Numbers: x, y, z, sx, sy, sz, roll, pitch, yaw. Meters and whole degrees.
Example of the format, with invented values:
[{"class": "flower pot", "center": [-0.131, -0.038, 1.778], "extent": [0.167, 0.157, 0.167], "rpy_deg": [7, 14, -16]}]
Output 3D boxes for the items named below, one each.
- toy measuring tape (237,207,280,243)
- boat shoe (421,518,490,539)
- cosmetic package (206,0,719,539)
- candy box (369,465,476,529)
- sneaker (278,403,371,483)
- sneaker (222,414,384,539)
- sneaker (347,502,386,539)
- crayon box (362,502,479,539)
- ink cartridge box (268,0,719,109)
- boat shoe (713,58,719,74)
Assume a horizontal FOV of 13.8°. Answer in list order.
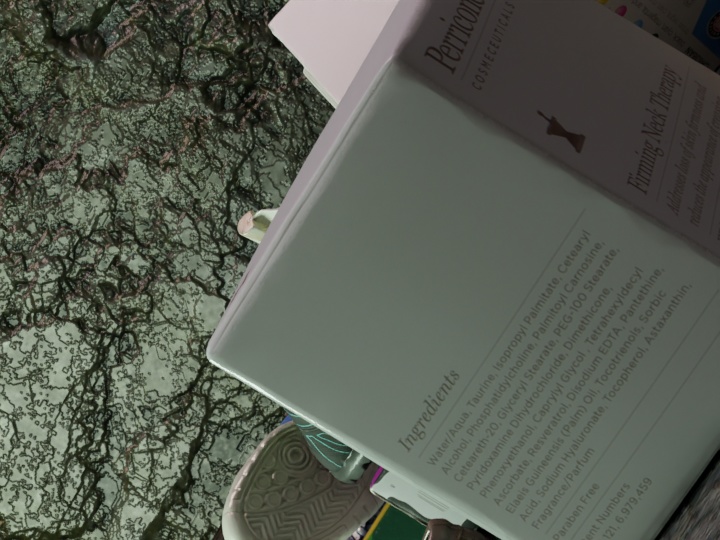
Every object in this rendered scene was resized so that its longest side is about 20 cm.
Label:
[{"class": "toy measuring tape", "center": [0.000, 0.000, 1.563], "extent": [0.199, 0.074, 0.074], "rpy_deg": [-1, 51, 48]}, {"class": "boat shoe", "center": [0.011, 0.209, 1.434], "extent": [0.201, 0.059, 0.072], "rpy_deg": [-58, 4, 19]}, {"class": "cosmetic package", "center": [0.071, -0.008, 1.255], "extent": [0.167, 0.199, 0.168], "rpy_deg": [-57, 5, 28]}, {"class": "candy box", "center": [0.088, 0.025, 1.536], "extent": [0.201, 0.061, 0.137], "rpy_deg": [-59, 3, 28]}, {"class": "sneaker", "center": [-0.008, 0.054, 1.531], "extent": [0.076, 0.079, 0.200], "rpy_deg": [-61, 3, -16]}, {"class": "sneaker", "center": [-0.015, 0.104, 1.685], "extent": [0.200, 0.077, 0.111], "rpy_deg": [-52, -1, -28]}, {"class": "sneaker", "center": [0.006, 0.182, 1.774], "extent": [0.085, 0.077, 0.201], "rpy_deg": [-104, 37, -71]}, {"class": "crayon box", "center": [0.007, 0.186, 1.657], "extent": [0.201, 0.051, 0.126], "rpy_deg": [-57, -3, 17]}, {"class": "ink cartridge box", "center": [0.086, -0.135, 1.601], "extent": [0.200, 0.145, 0.147], "rpy_deg": [-47, -35, 8]}, {"class": "boat shoe", "center": [0.173, -0.114, 1.701], "extent": [0.072, 0.071, 0.200], "rpy_deg": [-59, 10, -19]}]
